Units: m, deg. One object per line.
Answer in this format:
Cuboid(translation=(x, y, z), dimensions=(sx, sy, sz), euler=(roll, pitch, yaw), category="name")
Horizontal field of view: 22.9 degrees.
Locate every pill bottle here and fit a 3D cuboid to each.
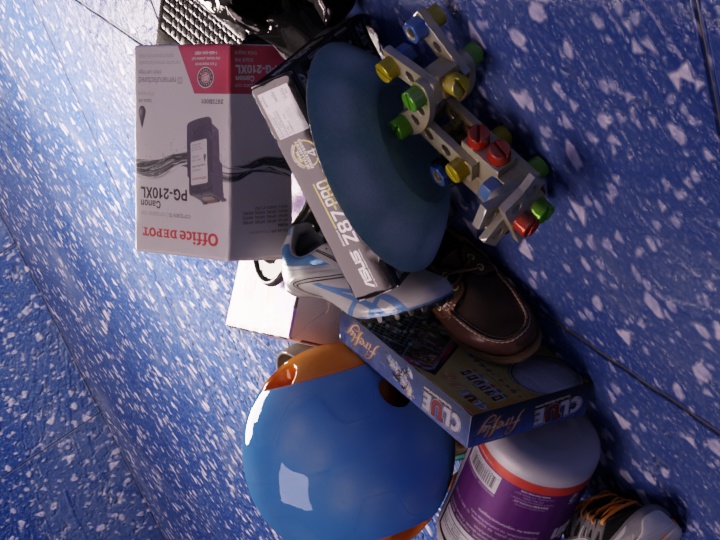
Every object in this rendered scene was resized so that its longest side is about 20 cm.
Cuboid(translation=(0.137, 0.210, 1.616), dimensions=(0.112, 0.112, 0.201), euler=(46, 135, 30), category="pill bottle")

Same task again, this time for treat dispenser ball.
Cuboid(translation=(-0.011, 0.167, 1.648), dimensions=(0.201, 0.200, 0.201), euler=(49, 161, 23), category="treat dispenser ball")

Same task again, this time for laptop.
Cuboid(translation=(-0.196, -0.253, 1.814), dimensions=(0.177, 0.103, 0.202), euler=(43, 135, 39), category="laptop")

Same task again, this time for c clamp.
Cuboid(translation=(-0.069, -0.089, 1.708), dimensions=(0.200, 0.027, 0.172), euler=(-56, 43, 43), category="c clamp")

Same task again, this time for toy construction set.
Cuboid(translation=(0.090, -0.097, 1.368), dimensions=(0.201, 0.091, 0.132), euler=(60, 166, 29), category="toy construction set")

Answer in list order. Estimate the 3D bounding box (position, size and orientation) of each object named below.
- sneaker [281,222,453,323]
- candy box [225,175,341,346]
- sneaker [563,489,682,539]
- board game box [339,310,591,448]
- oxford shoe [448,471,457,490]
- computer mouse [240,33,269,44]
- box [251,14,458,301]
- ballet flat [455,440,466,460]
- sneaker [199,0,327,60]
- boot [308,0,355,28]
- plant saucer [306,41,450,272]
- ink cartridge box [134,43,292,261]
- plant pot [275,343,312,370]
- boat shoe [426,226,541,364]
Cuboid(translation=(0.000, 0.000, 1.573), dimensions=(0.199, 0.072, 0.073), euler=(12, 115, 45), category="sneaker")
Cuboid(translation=(-0.059, -0.013, 1.779), dimensions=(0.200, 0.071, 0.170), euler=(-176, 97, -68), category="candy box")
Cuboid(translation=(0.224, 0.235, 1.597), dimensions=(0.078, 0.078, 0.200), euler=(64, 162, 11), category="sneaker")
Cuboid(translation=(0.090, 0.080, 1.582), dimensions=(0.200, 0.134, 0.035), euler=(39, 131, 45), category="board game box")
Cuboid(translation=(0.138, 0.227, 1.831), dimensions=(0.072, 0.073, 0.200), euler=(59, -177, 7), category="oxford shoe")
Cuboid(translation=(-0.098, -0.172, 1.797), dimensions=(0.201, 0.058, 0.034), euler=(88, 172, -53), category="computer mouse")
Cuboid(translation=(-0.001, -0.098, 1.496), dimensions=(0.049, 0.161, 0.201), euler=(-19, 106, 31), category="box")
Cuboid(translation=(0.125, 0.150, 1.748), dimensions=(0.200, 0.067, 0.073), euler=(161, 96, -72), category="ballet flat")
Cuboid(translation=(-0.101, -0.252, 1.600), dimensions=(0.200, 0.067, 0.090), euler=(38, 179, 38), category="sneaker")
Cuboid(translation=(-0.059, -0.300, 1.461), dimensions=(0.132, 0.070, 0.200), euler=(43, 169, 30), category="boot")
Cuboid(translation=(0.028, -0.100, 1.454), dimensions=(0.038, 0.201, 0.202), euler=(-21, 106, 28), category="plant saucer")
Cuboid(translation=(-0.140, -0.113, 1.685), dimensions=(0.144, 0.084, 0.202), euler=(6, 98, 45), category="ink cartridge box")
Cuboid(translation=(0.022, 0.135, 1.862), dimensions=(0.201, 0.134, 0.201), euler=(50, 162, 23), category="plant pot")
Cuboid(translation=(0.085, 0.010, 1.580), dimensions=(0.200, 0.070, 0.071), euler=(39, 160, 45), category="boat shoe")
